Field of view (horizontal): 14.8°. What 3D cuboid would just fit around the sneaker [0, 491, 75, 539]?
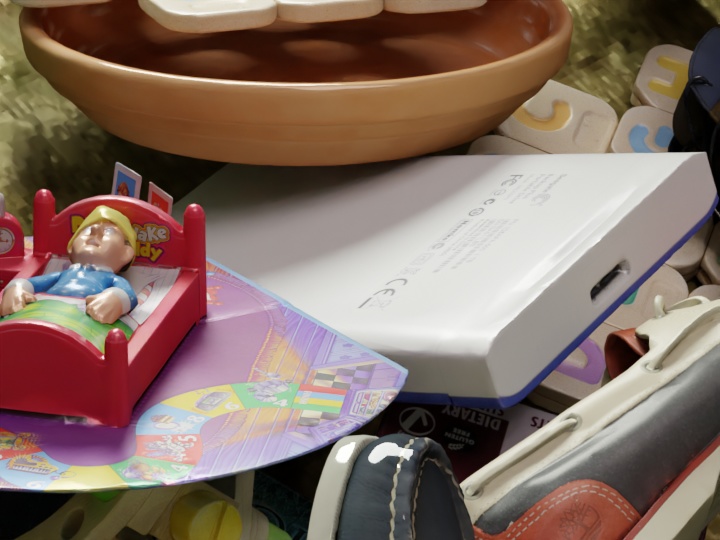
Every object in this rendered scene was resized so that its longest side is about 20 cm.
[{"bbox_3d":[-0.179,0.038,0.887,0.200,0.081,0.146,28,39,18],"label":"sneaker"}]

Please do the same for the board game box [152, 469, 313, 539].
[{"bbox_3d":[0.000,0.148,0.856,0.200,0.028,0.135,30,48,14],"label":"board game box"}]

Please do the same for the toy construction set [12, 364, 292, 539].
[{"bbox_3d":[-0.064,0.112,0.755,0.092,0.131,0.200,39,11,-18],"label":"toy construction set"}]

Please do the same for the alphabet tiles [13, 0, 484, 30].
[{"bbox_3d":[-0.043,-0.124,1.033,0.200,0.015,0.196,-7,21,-19],"label":"alphabet tiles"}]

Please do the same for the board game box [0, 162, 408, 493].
[{"bbox_3d":[-0.087,0.007,0.811,0.158,0.039,0.200,-12,23,-32],"label":"board game box"}]

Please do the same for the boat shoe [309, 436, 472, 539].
[{"bbox_3d":[0.029,0.129,0.704,0.062,0.075,0.200,-22,53,26],"label":"boat shoe"}]

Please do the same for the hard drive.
[{"bbox_3d":[0.000,0.000,0.912,0.200,0.025,0.132,1,29,40],"label":"hard drive"}]

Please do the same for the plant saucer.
[{"bbox_3d":[-0.023,-0.079,1.005,0.200,0.037,0.200,0,20,0],"label":"plant saucer"}]

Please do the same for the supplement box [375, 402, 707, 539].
[{"bbox_3d":[0.033,0.131,0.818,0.109,0.061,0.200,17,48,2],"label":"supplement box"}]

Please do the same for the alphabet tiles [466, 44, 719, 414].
[{"bbox_3d":[0.130,-0.008,1.042,0.195,0.015,0.200,21,47,6],"label":"alphabet tiles"}]

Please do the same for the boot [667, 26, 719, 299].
[{"bbox_3d":[0.142,-0.025,1.011,0.097,0.075,0.200,22,37,17],"label":"boot"}]

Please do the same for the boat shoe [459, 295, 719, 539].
[{"bbox_3d":[0.096,0.041,0.831,0.063,0.071,0.200,34,53,19],"label":"boat shoe"}]
